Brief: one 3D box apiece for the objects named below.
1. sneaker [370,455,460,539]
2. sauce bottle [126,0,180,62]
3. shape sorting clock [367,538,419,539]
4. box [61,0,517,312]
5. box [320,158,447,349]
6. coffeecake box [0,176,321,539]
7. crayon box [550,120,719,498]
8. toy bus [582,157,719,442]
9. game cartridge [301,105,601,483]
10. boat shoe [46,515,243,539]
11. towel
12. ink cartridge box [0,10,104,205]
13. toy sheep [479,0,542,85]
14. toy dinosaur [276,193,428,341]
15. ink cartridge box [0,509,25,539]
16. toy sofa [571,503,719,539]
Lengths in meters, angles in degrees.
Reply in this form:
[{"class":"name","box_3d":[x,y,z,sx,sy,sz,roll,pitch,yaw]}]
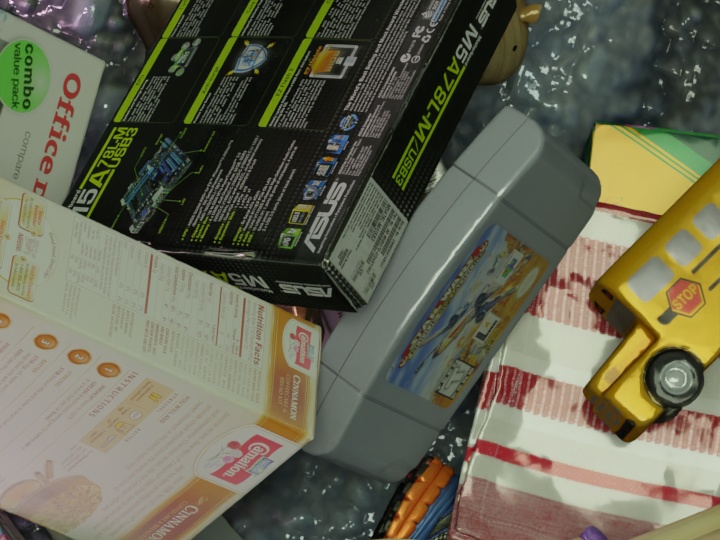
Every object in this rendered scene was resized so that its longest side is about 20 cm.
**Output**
[{"class":"sneaker","box_3d":[0.022,0.202,1.495,0.078,0.075,0.200,27,84,0]},{"class":"sauce bottle","box_3d":[-0.099,-0.174,1.552,0.064,0.065,0.201,2,84,-1]},{"class":"shape sorting clock","box_3d":[0.019,0.223,1.413,0.199,0.039,0.201,1,60,-2]},{"class":"box","box_3d":[-0.041,-0.077,1.427,0.193,0.048,0.200,3,56,41]},{"class":"box","box_3d":[-0.033,0.010,1.537,0.199,0.041,0.156,-24,83,-5]},{"class":"coffeecake box","box_3d":[-0.143,0.053,1.367,0.200,0.153,0.073,26,46,-24]},{"class":"crayon box","box_3d":[0.171,0.027,1.529,0.118,0.058,0.201,7,82,1]},{"class":"toy bus","box_3d":[0.188,-0.004,1.454,0.200,0.065,0.078,-44,84,-9]},{"class":"game cartridge","box_3d":[0.043,0.016,1.420,0.041,0.133,0.200,36,93,19]},{"class":"boat shoe","box_3d":[-0.125,0.146,1.503,0.200,0.070,0.071,49,50,-16]},{"class":"towel","box_3d":[0.135,0.065,1.483,0.144,0.023,0.201,12,82,1]},{"class":"ink cartridge box","box_3d":[-0.264,-0.077,1.438,0.146,0.200,0.147,7,79,43]},{"class":"toy sheep","box_3d":[0.038,-0.194,1.522,0.138,0.138,0.201,-24,83,-4]},{"class":"toy dinosaur","box_3d":[0.000,0.000,1.490,0.199,0.058,0.101,-23,82,-4]},{"class":"ink cartridge box","box_3d":[-0.225,0.197,1.452,0.146,0.147,0.200,-37,85,-5]},{"class":"toy sofa","box_3d":[0.170,0.219,1.450,0.083,0.098,0.201,-18,121,-19]}]
